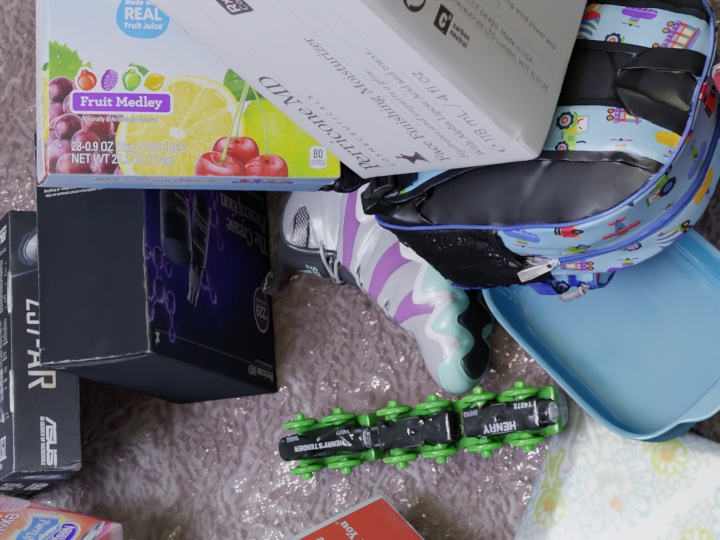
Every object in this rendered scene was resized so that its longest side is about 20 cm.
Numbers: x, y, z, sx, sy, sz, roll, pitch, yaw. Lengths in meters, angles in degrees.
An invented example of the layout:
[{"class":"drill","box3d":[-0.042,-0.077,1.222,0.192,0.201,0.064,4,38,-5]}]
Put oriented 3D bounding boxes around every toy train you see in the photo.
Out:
[{"class":"toy train","box3d":[0.039,0.097,1.269,0.199,0.056,0.042,-11,85,32]}]

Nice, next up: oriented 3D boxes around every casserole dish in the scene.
[{"class":"casserole dish","box3d":[0.159,0.024,1.237,0.121,0.039,0.200,-45,51,1]}]

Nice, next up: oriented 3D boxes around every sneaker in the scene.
[{"class":"sneaker","box3d":[0.000,0.000,1.313,0.139,0.078,0.201,-21,64,19]}]

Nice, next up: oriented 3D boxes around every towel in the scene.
[{"class":"towel","box3d":[0.184,0.183,1.220,0.199,0.048,0.172,20,85,23]}]

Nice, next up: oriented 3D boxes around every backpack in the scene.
[{"class":"backpack","box3d":[0.127,-0.077,1.182,0.199,0.134,0.184,0,60,41]}]

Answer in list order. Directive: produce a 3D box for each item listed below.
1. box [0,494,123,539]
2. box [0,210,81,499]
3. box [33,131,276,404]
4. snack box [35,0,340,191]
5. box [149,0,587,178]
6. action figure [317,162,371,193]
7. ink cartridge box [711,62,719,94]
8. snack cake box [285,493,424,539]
[{"class":"box","box3d":[-0.206,0.255,1.287,0.102,0.095,0.202,9,111,29]},{"class":"box","box3d":[-0.225,0.062,1.332,0.043,0.200,0.162,1,77,-22]},{"class":"box","box3d":[-0.123,0.000,1.288,0.078,0.200,0.142,-5,79,18]},{"class":"snack box","box3d":[-0.099,-0.148,1.173,0.167,0.068,0.202,-1,85,-15]},{"class":"box","box3d":[0.017,-0.185,1.105,0.130,0.199,0.201,-4,59,44]},{"class":"action figure","box3d":[-0.036,-0.139,1.293,0.119,0.101,0.200,-65,34,25]},{"class":"ink cartridge box","box3d":[0.271,-0.040,1.141,0.082,0.200,0.147,-26,73,12]},{"class":"snack cake box","box3d":[0.023,0.233,1.207,0.114,0.068,0.200,-24,48,-28]}]
